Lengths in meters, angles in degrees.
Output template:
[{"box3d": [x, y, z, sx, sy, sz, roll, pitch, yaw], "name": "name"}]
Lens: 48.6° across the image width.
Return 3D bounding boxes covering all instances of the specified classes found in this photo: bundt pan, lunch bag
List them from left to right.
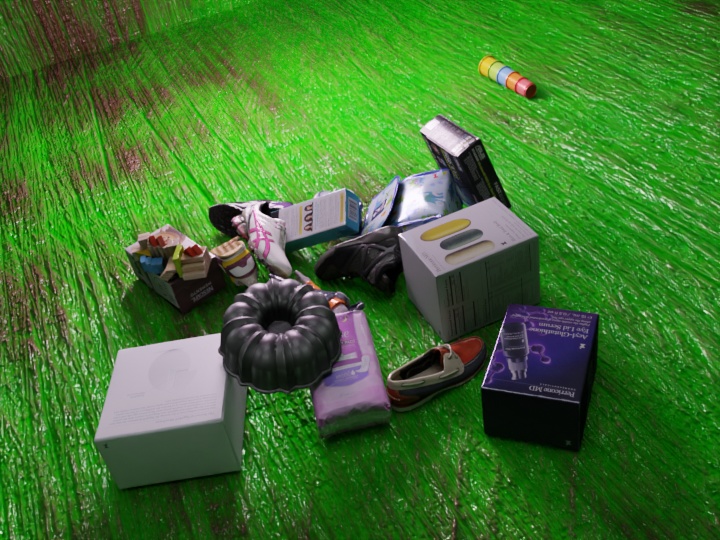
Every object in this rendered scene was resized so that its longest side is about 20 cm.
[{"box3d": [-0.129, 0.091, 1.255, 0.200, 0.076, 0.203, 0, 48, 0], "name": "bundt pan"}, {"box3d": [0.096, -0.106, 1.616, 0.198, 0.128, 0.171, -11, 37, 23], "name": "lunch bag"}]

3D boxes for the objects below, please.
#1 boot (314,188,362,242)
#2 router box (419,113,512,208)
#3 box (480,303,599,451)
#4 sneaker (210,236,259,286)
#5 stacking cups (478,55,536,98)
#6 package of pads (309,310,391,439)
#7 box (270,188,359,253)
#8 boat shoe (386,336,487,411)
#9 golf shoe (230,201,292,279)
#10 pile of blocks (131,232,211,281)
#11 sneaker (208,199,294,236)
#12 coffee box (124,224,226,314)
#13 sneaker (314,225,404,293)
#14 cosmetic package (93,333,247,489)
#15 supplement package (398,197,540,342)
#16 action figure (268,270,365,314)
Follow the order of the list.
[{"box3d": [-0.043, -0.145, 1.713, 0.072, 0.091, 0.200, -11, 36, -24], "name": "boot"}, {"box3d": [0.217, -0.209, 1.644, 0.062, 0.200, 0.150, -39, 40, -4], "name": "router box"}, {"box3d": [0.279, 0.158, 1.223, 0.147, 0.105, 0.200, 5, 39, 21], "name": "box"}, {"box3d": [-0.254, -0.012, 1.631, 0.075, 0.091, 0.200, -29, 13, -7], "name": "sneaker"}, {"box3d": [0.391, -0.513, 2.116, 0.060, 0.061, 0.200, -23, 38, -15], "name": "stacking cups"}, {"box3d": [-0.027, 0.165, 1.292, 0.119, 0.076, 0.201, -11, 50, -6], "name": "package of pads"}, {"box3d": [-0.096, -0.098, 1.629, 0.199, 0.049, 0.083, -14, 65, 33], "name": "box"}, {"box3d": [0.127, 0.156, 1.303, 0.199, 0.063, 0.071, -27, 37, -22], "name": "boat shoe"}, {"box3d": [-0.184, -0.065, 1.602, 0.092, 0.073, 0.200, -38, 56, 0], "name": "golf shoe"}, {"box3d": [-0.383, -0.032, 1.557, 0.199, 0.062, 0.082, 9, 43, 27], "name": "pile of blocks"}, {"box3d": [-0.238, -0.123, 1.781, 0.198, 0.076, 0.088, 4, 24, 15], "name": "sneaker"}, {"box3d": [-0.381, -0.006, 1.641, 0.113, 0.080, 0.199, -34, 42, -26], "name": "coffee box"}, {"box3d": [0.000, 0.000, 1.529, 0.198, 0.076, 0.115, -20, 65, 22], "name": "sneaker"}, {"box3d": [-0.294, 0.222, 1.280, 0.198, 0.124, 0.201, -9, 35, 3], "name": "cosmetic package"}, {"box3d": [0.195, -0.004, 1.420, 0.199, 0.152, 0.152, -21, 38, -13], "name": "supplement package"}, {"box3d": [-0.100, 0.078, 1.438, 0.193, 0.105, 0.200, 14, 44, 41], "name": "action figure"}]
